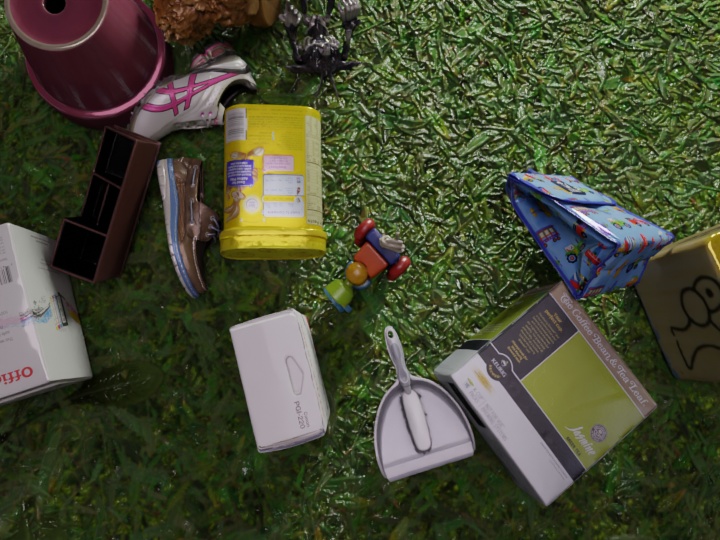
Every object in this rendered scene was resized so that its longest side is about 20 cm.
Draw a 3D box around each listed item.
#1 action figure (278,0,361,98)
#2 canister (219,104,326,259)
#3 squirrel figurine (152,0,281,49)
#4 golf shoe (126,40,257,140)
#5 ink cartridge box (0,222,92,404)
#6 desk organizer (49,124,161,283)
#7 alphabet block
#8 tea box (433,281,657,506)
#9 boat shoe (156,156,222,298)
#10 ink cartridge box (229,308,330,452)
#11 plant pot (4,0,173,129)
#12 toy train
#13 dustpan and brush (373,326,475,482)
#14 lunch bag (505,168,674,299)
[{"bbox_3d":[-0.062,-0.360,0.881,0.117,0.102,0.204,-9,80,-6],"label":"action figure"},{"bbox_3d":[-0.122,-0.122,0.854,0.146,0.087,0.204,0,81,-8],"label":"canister"},{"bbox_3d":[-0.219,-0.405,0.840,0.183,0.143,0.202,13,49,5],"label":"squirrel figurine"},{"bbox_3d":[-0.240,-0.237,0.869,0.199,0.073,0.092,-40,87,-7],"label":"golf shoe"},{"bbox_3d":[-0.461,0.067,0.784,0.145,0.145,0.203,-16,84,-4],"label":"ink cartridge box"},{"bbox_3d":[-0.343,-0.090,0.819,0.071,0.077,0.203,20,97,-1],"label":"desk organizer"},{"bbox_3d":[0.520,0.029,0.815,0.194,0.200,0.198,-23,85,-6],"label":"alphabet block"},{"bbox_3d":[0.238,0.157,0.818,0.196,0.134,0.201,-37,86,-6],"label":"tea box"},{"bbox_3d":[-0.232,-0.065,0.850,0.071,0.072,0.204,-13,84,-6],"label":"boat shoe"},{"bbox_3d":[-0.094,0.133,0.768,0.083,0.200,0.148,-15,84,-5],"label":"ink cartridge box"},{"bbox_3d":[-0.370,-0.314,0.819,0.196,0.179,0.204,0,83,-4],"label":"plant pot"},{"bbox_3d":[0.000,0.000,0.793,0.116,0.200,0.085,-45,87,-3],"label":"toy train"},{"bbox_3d":[0.068,0.176,0.839,0.137,0.057,0.203,-18,80,2],"label":"dustpan and brush"},{"bbox_3d":[0.292,-0.069,0.832,0.149,0.095,0.201,-7,47,-38],"label":"lunch bag"}]
